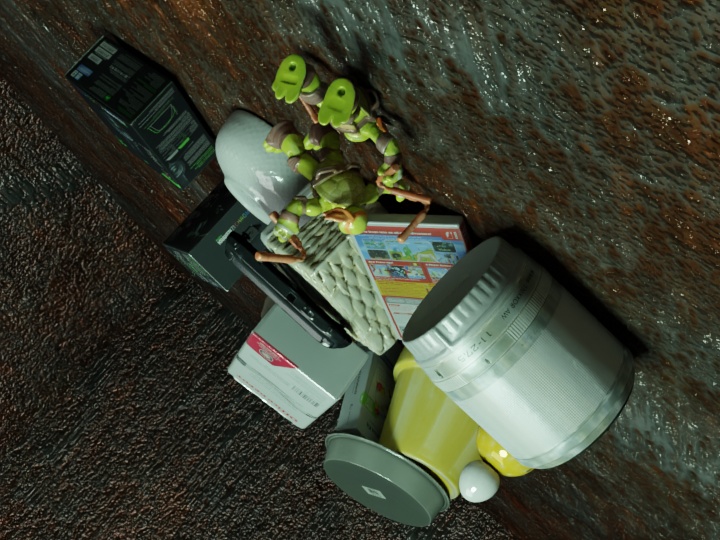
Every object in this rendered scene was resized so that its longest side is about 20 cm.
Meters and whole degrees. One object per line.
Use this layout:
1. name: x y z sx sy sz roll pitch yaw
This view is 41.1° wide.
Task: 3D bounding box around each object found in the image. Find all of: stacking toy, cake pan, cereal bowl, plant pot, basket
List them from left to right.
1. cereal bowl: -0.128 -0.123 1.331 0.200 0.083 0.200 40 169 10
2. basket: -0.006 -0.008 1.203 0.123 0.136 0.200 34 167 46
3. cake pan: 0.030 0.301 1.363 0.199 0.037 0.201 25 152 14
4. plant pot: 0.120 0.213 1.372 0.200 0.190 0.201 23 152 13
5. stacking toy: 0.195 0.207 1.198 0.146 0.200 0.146 38 170 8

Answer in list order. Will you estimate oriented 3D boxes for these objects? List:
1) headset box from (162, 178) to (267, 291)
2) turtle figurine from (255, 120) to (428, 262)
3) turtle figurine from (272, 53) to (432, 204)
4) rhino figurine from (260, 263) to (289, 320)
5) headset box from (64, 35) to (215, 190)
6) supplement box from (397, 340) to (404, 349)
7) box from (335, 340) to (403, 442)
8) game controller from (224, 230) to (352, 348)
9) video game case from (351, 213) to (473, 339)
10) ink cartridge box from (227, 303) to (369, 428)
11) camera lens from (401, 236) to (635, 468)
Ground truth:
1. headset box: -0.221 -0.068 1.608 0.093 0.174 0.200 46 166 -22
2. turtle figurine: -0.039 -0.089 0.995 0.162 0.199 0.065 58 155 30
3. turtle figurine: -0.009 -0.145 0.901 0.200 0.064 0.161 45 -173 15
4. rhino figurine: -0.086 0.019 1.409 0.087 0.201 0.060 25 -160 8
5. headset box: -0.336 -0.241 1.508 0.174 0.093 0.200 36 168 28
6. supplement box: 0.056 0.091 1.570 0.200 0.061 0.109 37 166 24
7. box: 0.034 0.201 1.454 0.041 0.201 0.156 -13 131 29
8. game controller: -0.089 0.026 1.200 0.200 0.042 0.104 42 -177 8
9. video game case: 0.078 0.014 1.106 0.142 0.017 0.201 4 137 31
10. ink cartridge box: -0.091 0.130 1.336 0.145 0.084 0.200 38 154 -1
11. camera lens: 0.161 0.085 0.965 0.200 0.160 0.160 43 168 -7
